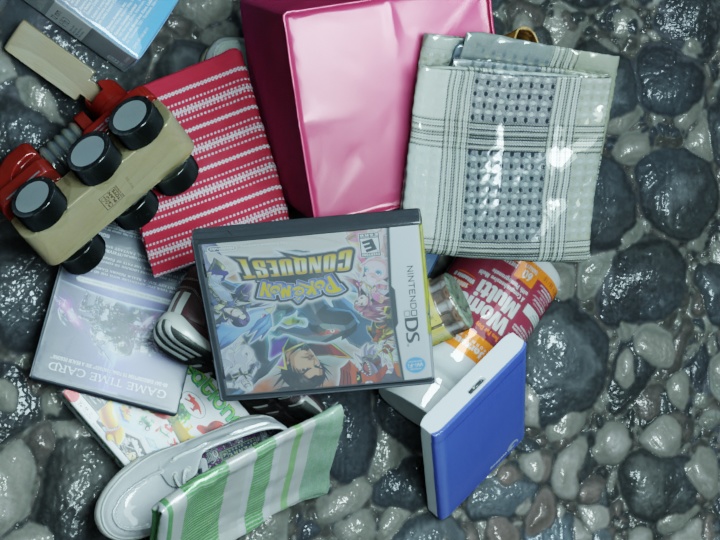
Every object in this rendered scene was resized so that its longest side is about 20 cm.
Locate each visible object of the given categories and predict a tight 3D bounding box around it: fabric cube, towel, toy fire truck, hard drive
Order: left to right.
[{"bbox_3d":[-0.278,-0.126,1.554,0.176,0.200,0.129,-41,137,-4],"label":"toy fire truck"},{"bbox_3d":[-0.155,-0.104,1.576,0.144,0.022,0.200,-20,69,9],"label":"towel"},{"bbox_3d":[-0.107,0.210,1.542,0.200,0.153,0.023,-25,60,-25],"label":"towel"},{"bbox_3d":[0.013,-0.168,1.543,0.200,0.199,0.197,-11,103,-13],"label":"fabric cube"},{"bbox_3d":[0.114,0.158,1.644,0.025,0.200,0.132,38,69,24],"label":"hard drive"},{"bbox_3d":[0.131,-0.107,1.466,0.192,0.035,0.200,4,100,-16],"label":"towel"}]

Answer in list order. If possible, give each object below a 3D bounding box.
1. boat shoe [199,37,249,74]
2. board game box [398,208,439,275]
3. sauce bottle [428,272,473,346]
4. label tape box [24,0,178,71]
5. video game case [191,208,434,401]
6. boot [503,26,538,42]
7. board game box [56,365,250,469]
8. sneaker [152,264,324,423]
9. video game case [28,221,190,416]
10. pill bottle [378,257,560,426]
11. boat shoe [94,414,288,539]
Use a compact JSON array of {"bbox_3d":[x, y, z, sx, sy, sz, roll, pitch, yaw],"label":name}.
[{"bbox_3d":[-0.061,-0.185,1.663,0.200,0.068,0.075,19,78,-19],"label":"boat shoe"},{"bbox_3d":[0.000,0.000,1.604,0.151,0.200,0.037,-14,65,-22],"label":"board game box"},{"bbox_3d":[0.010,0.066,1.625,0.200,0.065,0.065,-23,95,14],"label":"sauce bottle"},{"bbox_3d":[-0.264,-0.311,1.597,0.200,0.066,0.143,35,73,-13],"label":"label tape box"},{"bbox_3d":[-0.038,0.034,1.472,0.200,0.026,0.181,-5,125,2],"label":"video game case"},{"bbox_3d":[0.139,-0.142,1.698,0.071,0.144,0.202,1,85,-21],"label":"boot"},{"bbox_3d":[-0.181,0.151,1.604,0.126,0.035,0.200,-43,101,-20],"label":"board game box"},{"bbox_3d":[-0.097,0.060,1.583,0.200,0.076,0.116,36,59,-32],"label":"sneaker"},{"bbox_3d":[-0.221,0.025,1.579,0.143,0.019,0.200,15,73,-10],"label":"video game case"},{"bbox_3d":[0.110,0.064,1.685,0.110,0.110,0.200,38,76,-15],"label":"pill bottle"},{"bbox_3d":[-0.153,0.195,1.555,0.200,0.068,0.072,-20,93,-22],"label":"boat shoe"}]
